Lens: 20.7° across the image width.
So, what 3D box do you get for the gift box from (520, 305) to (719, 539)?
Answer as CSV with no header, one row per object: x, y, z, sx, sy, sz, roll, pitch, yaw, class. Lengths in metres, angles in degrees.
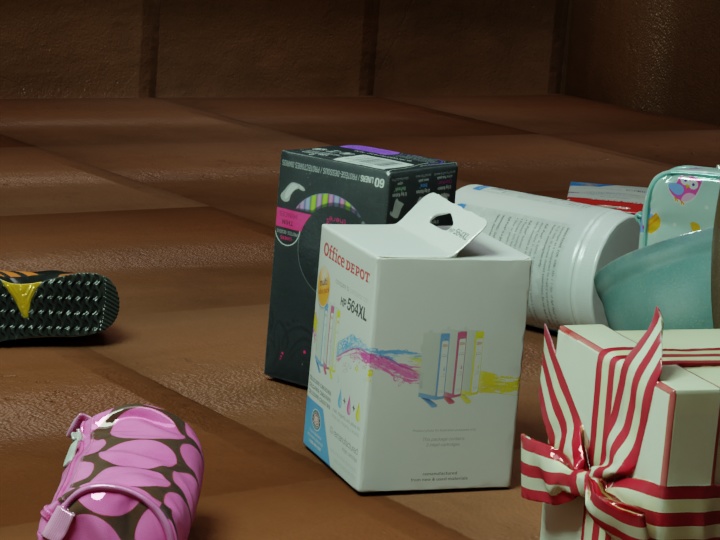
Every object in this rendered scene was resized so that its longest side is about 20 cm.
0.208,0.114,1.235,0.186,0.201,0.184,-1,7,-20,gift box

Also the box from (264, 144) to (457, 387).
0.000,0.000,1.689,0.122,0.201,0.106,12,14,36,box

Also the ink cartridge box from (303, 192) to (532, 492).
0.041,0.049,1.465,0.125,0.201,0.128,0,12,-21,ink cartridge box

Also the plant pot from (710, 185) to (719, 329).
0.327,0.013,1.409,0.186,0.188,0.200,9,42,21,plant pot

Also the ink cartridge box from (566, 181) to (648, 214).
0.311,-0.060,2.434,0.116,0.068,0.200,5,11,7,ink cartridge box

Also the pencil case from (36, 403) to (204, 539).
-0.150,0.144,1.224,0.094,0.091,0.200,39,6,-8,pencil case

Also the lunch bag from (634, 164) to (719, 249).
0.332,-0.002,1.825,0.160,0.201,0.077,7,10,23,lunch bag

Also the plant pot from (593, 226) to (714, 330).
0.304,0.052,1.626,0.199,0.135,0.200,-9,-16,-3,plant pot

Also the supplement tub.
0.179,-0.009,1.978,0.199,0.133,0.132,14,15,36,supplement tub

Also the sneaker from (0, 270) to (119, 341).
-0.322,0.032,1.785,0.199,0.070,0.090,1,-3,-15,sneaker
